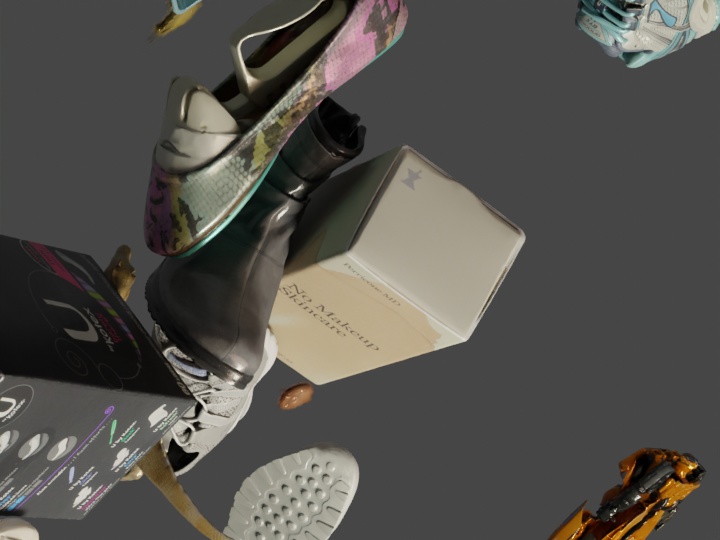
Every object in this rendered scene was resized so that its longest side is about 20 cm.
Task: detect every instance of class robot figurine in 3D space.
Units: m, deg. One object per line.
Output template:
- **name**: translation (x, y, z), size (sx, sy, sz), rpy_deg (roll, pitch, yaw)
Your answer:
- **robot figurine**: translation (0.251, 0.243, 2.546), size (0.200, 0.058, 0.145), rpy_deg (-45, 158, 15)

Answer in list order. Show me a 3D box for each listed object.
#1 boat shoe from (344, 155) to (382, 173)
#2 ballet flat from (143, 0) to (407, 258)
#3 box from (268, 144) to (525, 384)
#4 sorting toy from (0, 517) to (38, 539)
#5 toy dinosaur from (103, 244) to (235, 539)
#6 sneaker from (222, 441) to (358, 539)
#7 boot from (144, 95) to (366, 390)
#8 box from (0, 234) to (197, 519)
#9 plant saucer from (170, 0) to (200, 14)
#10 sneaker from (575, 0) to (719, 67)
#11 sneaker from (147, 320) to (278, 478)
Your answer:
- **boat shoe**: translation (0.030, -0.035, 1.662), size (0.069, 0.071, 0.200), rpy_deg (-35, 166, -14)
- **ballet flat**: translation (-0.059, -0.098, 1.412), size (0.200, 0.069, 0.071), rpy_deg (-45, 133, -5)
- **box**: translation (0.000, 0.000, 1.509), size (0.078, 0.095, 0.200), rpy_deg (-60, -164, -22)
- **sorting toy**: translation (-0.298, 0.184, 1.354), size (0.200, 0.107, 0.180), rpy_deg (-2, 175, 22)
- **toy dinosaur**: translation (-0.134, 0.089, 1.493), size (0.058, 0.200, 0.101), rpy_deg (-10, 163, -41)
- **sneaker**: translation (-0.053, 0.188, 1.965), size (0.080, 0.076, 0.200), rpy_deg (-31, 164, -49)
- **boot**: translation (-0.053, -0.029, 1.441), size (0.070, 0.200, 0.132), rpy_deg (36, 110, -23)
- **box**: translation (-0.200, 0.055, 1.389), size (0.106, 0.122, 0.200), rpy_deg (-45, 158, 15)
- **plant saucer**: translation (-0.079, -0.195, 1.244), size (0.070, 0.019, 0.200), rpy_deg (-35, 158, -10)
- **sneaker**: translation (0.174, -0.173, 1.612), size (0.086, 0.078, 0.200), rpy_deg (-38, 158, 6)
- **sneaker**: translation (-0.100, 0.074, 1.574), size (0.082, 0.075, 0.200), rpy_deg (-59, 168, -25)
